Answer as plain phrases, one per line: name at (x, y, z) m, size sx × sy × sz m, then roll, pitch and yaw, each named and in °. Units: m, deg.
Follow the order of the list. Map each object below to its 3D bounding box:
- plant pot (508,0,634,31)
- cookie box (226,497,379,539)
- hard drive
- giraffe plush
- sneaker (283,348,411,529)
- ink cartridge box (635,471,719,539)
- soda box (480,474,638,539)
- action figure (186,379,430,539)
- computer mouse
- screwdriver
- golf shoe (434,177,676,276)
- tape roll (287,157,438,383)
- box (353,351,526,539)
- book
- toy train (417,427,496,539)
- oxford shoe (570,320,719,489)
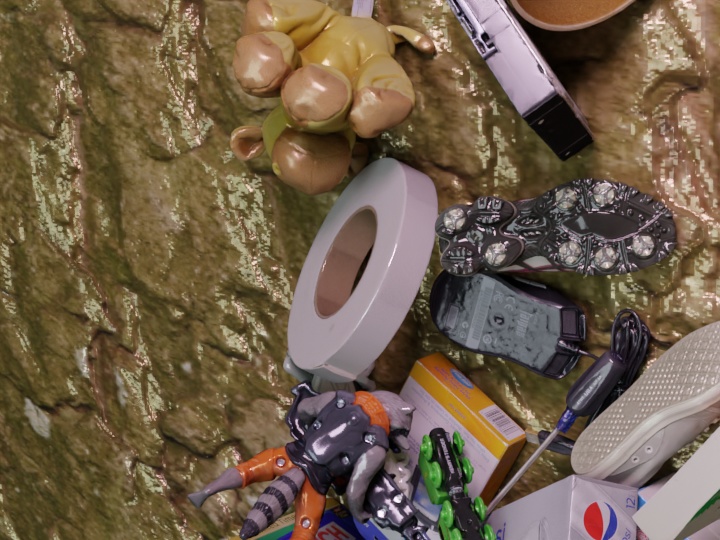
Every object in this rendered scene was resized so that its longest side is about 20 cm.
plant pot at (0.130, -0.316, 1.205) m, size 0.200 × 0.185 × 0.188 m, roll 51°, pitch 129°, yaw 36°
cookie box at (-0.020, 0.316, 1.479) m, size 0.199 × 0.170 × 0.076 m, roll 35°, pitch 119°, yaw 28°
hard drive at (0.120, -0.165, 1.227) m, size 0.038 × 0.200 × 0.140 m, roll -34°, pitch 76°, yaw 11°
giraffe plush at (-0.040, -0.141, 1.386) m, size 0.171 × 0.200 × 0.163 m, roll 27°, pitch 126°, yaw 5°
sneaker at (-0.013, 0.146, 1.439) m, size 0.075 × 0.080 × 0.201 m, roll -60°, pitch 43°, yaw 47°
ink cartridge box at (0.241, 0.283, 1.314) m, size 0.116 × 0.067 × 0.201 m, roll 41°, pitch 124°, yaw 26°
soda box at (0.155, 0.229, 1.319) m, size 0.200 × 0.063 × 0.069 m, roll 138°, pitch 143°, yaw -61°
action figure at (-0.018, 0.182, 1.334) m, size 0.200 × 0.193 × 0.105 m, roll 41°, pitch 162°, yaw 16°
computer mouse at (0.149, 0.077, 1.360) m, size 0.198 × 0.046 × 0.142 m, roll 16°, pitch 107°, yaw 25°
screwdriver at (0.160, 0.145, 1.327) m, size 0.029 × 0.028 × 0.201 m, roll 26°, pitch 116°, yaw -10°
golf shoe at (0.163, -0.034, 1.305) m, size 0.198 × 0.088 × 0.078 m, roll -1°, pitch 88°, yaw 18°
tape roll at (0.000, 0.000, 1.389) m, size 0.203 × 0.037 × 0.204 m, roll -49°, pitch 27°, yaw 36°
box at (0.064, 0.189, 1.463) m, size 0.119 × 0.041 × 0.201 m, roll 43°, pitch 127°, yaw 25°
book at (0.291, 0.119, 1.142) m, size 0.048 × 0.199 × 0.134 m, roll 49°, pitch 127°, yaw 20°
toy train at (0.087, 0.222, 1.342) m, size 0.057 × 0.041 × 0.201 m, roll 100°, pitch 160°, yaw -46°
oxford shoe at (0.255, 0.109, 1.264) m, size 0.058 × 0.075 × 0.200 m, roll 35°, pitch 115°, yaw -23°
